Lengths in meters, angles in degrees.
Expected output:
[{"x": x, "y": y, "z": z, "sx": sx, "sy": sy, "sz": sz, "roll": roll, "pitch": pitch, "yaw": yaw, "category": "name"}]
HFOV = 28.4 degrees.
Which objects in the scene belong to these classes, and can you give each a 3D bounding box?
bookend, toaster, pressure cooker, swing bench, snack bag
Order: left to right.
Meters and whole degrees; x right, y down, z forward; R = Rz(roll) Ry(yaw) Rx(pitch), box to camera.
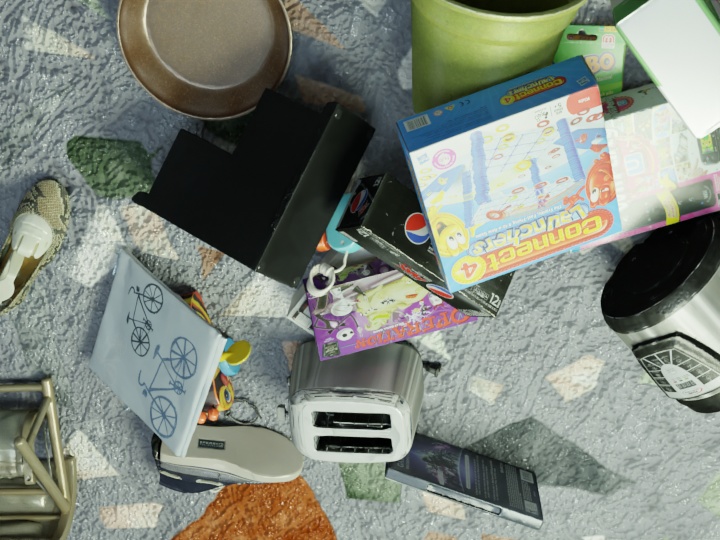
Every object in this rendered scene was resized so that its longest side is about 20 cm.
[{"x": -0.493, "y": 0.259, "z": 1.877, "sx": 0.196, "sy": 0.130, "sz": 0.202, "roll": -2, "pitch": 125, "yaw": 10, "category": "swing bench"}, {"x": -0.255, "y": 0.100, "z": 1.742, "sx": 0.199, "sy": 0.021, "sz": 0.190, "roll": 38, "pitch": 122, "yaw": 29, "category": "snack bag"}, {"x": -0.121, "y": -0.116, "z": 1.587, "sx": 0.199, "sy": 0.092, "sz": 0.200, "roll": 27, "pitch": 91, "yaw": 30, "category": "bookend"}, {"x": 0.000, "y": 0.161, "z": 1.735, "sx": 0.197, "sy": 0.130, "sz": 0.115, "roll": 2, "pitch": 121, "yaw": 8, "category": "toaster"}, {"x": 0.390, "y": 0.058, "z": 1.585, "sx": 0.178, "sy": 0.176, "sz": 0.200, "roll": -42, "pitch": 108, "yaw": 10, "category": "pressure cooker"}]

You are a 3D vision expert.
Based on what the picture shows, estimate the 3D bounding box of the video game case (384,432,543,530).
[{"x": 0.127, "y": 0.255, "z": 1.761, "sx": 0.198, "sy": 0.143, "sz": 0.019, "roll": 18, "pitch": 105, "yaw": -2, "category": "video game case"}]

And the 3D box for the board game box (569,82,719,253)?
[{"x": 0.302, "y": -0.119, "z": 1.539, "sx": 0.198, "sy": 0.065, "sz": 0.149, "roll": -16, "pitch": 119, "yaw": 7, "category": "board game box"}]

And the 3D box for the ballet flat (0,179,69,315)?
[{"x": -0.411, "y": -0.017, "z": 1.731, "sx": 0.067, "sy": 0.076, "sz": 0.201, "roll": 30, "pitch": 120, "yaw": -8, "category": "ballet flat"}]

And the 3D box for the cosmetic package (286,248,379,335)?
[{"x": 0.000, "y": 0.000, "z": 1.687, "sx": 0.082, "sy": 0.051, "sz": 0.200, "roll": 32, "pitch": 119, "yaw": -12, "category": "cosmetic package"}]

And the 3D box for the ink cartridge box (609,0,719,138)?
[{"x": 0.318, "y": -0.243, "z": 1.409, "sx": 0.084, "sy": 0.201, "sz": 0.145, "roll": -34, "pitch": 110, "yaw": 21, "category": "ink cartridge box"}]

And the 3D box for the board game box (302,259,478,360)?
[{"x": 0.038, "y": 0.035, "z": 1.663, "sx": 0.198, "sy": 0.033, "sz": 0.121, "roll": -15, "pitch": 139, "yaw": -4, "category": "board game box"}]

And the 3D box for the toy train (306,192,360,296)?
[{"x": -0.062, "y": -0.066, "z": 1.630, "sx": 0.151, "sy": 0.055, "sz": 0.200, "roll": -50, "pitch": 62, "yaw": 10, "category": "toy train"}]

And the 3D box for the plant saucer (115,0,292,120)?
[{"x": -0.170, "y": -0.265, "z": 1.570, "sx": 0.198, "sy": 0.037, "sz": 0.203, "roll": 4, "pitch": 120, "yaw": 7, "category": "plant saucer"}]

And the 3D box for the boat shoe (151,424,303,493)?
[{"x": -0.175, "y": 0.254, "z": 1.862, "sx": 0.197, "sy": 0.075, "sz": 0.093, "roll": 11, "pitch": 141, "yaw": -1, "category": "boat shoe"}]

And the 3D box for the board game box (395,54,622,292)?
[{"x": 0.155, "y": -0.094, "z": 1.441, "sx": 0.198, "sy": 0.056, "sz": 0.197, "roll": -20, "pitch": 132, "yaw": 1, "category": "board game box"}]

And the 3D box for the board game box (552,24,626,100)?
[{"x": 0.237, "y": -0.176, "z": 1.560, "sx": 0.094, "sy": 0.030, "sz": 0.202, "roll": 3, "pitch": 123, "yaw": 6, "category": "board game box"}]

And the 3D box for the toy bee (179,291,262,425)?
[{"x": -0.183, "y": 0.131, "z": 1.760, "sx": 0.131, "sy": 0.109, "sz": 0.200, "roll": -37, "pitch": 108, "yaw": 25, "category": "toy bee"}]

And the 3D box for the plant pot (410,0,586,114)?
[{"x": 0.128, "y": -0.239, "z": 1.462, "sx": 0.198, "sy": 0.202, "sz": 0.186, "roll": 10, "pitch": 133, "yaw": 3, "category": "plant pot"}]

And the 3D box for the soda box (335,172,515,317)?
[{"x": 0.074, "y": -0.026, "z": 1.559, "sx": 0.199, "sy": 0.071, "sz": 0.063, "roll": 33, "pitch": 162, "yaw": -24, "category": "soda box"}]
